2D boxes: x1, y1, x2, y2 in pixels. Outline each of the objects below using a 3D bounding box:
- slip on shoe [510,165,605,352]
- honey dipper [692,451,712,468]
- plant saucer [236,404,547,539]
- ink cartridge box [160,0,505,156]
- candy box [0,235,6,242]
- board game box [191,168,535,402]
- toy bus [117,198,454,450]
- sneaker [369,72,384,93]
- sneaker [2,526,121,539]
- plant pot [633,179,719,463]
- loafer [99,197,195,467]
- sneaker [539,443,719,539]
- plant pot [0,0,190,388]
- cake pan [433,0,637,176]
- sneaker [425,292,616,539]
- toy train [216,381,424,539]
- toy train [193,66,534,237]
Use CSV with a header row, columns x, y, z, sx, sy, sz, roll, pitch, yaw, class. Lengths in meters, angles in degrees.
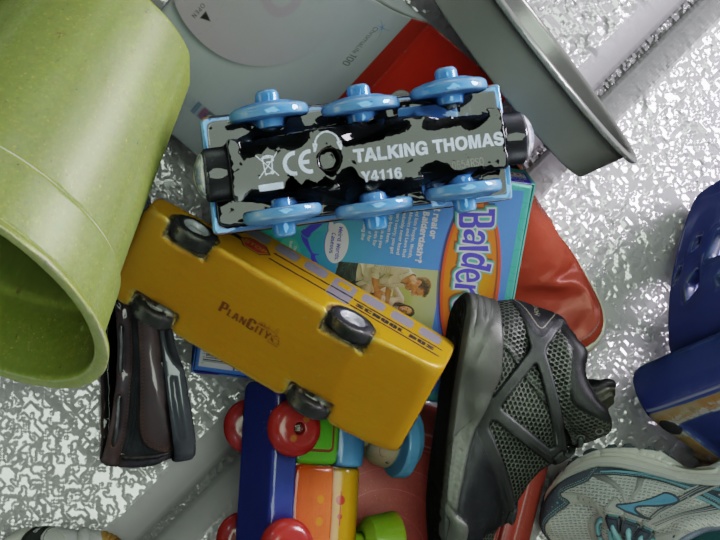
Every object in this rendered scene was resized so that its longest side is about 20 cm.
x,y,z,sx,sy,sz,roll,pitch,yaw,class
0.095,-0.026,1.327,0.074,0.061,0.201,-36,96,-15,slip on shoe
0.243,0.213,1.360,0.038,0.038,0.202,0,88,-14,honey dipper
0.016,0.182,1.306,0.198,0.037,0.202,17,82,-12,plant saucer
-0.033,-0.117,1.263,0.200,0.057,0.163,42,119,-4,ink cartridge box
-0.297,-0.025,1.225,0.166,0.071,0.202,-19,91,-15,candy box
0.000,0.000,1.277,0.198,0.045,0.154,8,104,-6,board game box
-0.046,0.028,1.204,0.199,0.078,0.065,30,110,2,toy bus
-0.009,-0.198,1.308,0.083,0.071,0.202,-30,107,-39,sneaker
-0.201,0.256,1.239,0.087,0.076,0.202,10,80,3,sneaker
0.304,0.047,1.286,0.199,0.200,0.181,35,66,-10,plant pot
-0.150,0.025,1.261,0.062,0.072,0.202,-12,92,-10,loafer
0.192,0.163,1.273,0.078,0.199,0.087,55,45,-29,sneaker
-0.188,-0.068,1.141,0.199,0.200,0.191,33,61,-9,plant pot
0.102,-0.138,1.279,0.037,0.200,0.201,-38,96,12,cake pan
0.100,0.119,1.256,0.113,0.076,0.202,8,98,-7,sneaker
-0.023,0.173,1.244,0.115,0.084,0.202,5,85,-26,toy train
0.000,-0.065,1.180,0.198,0.114,0.088,-8,89,-7,toy train
